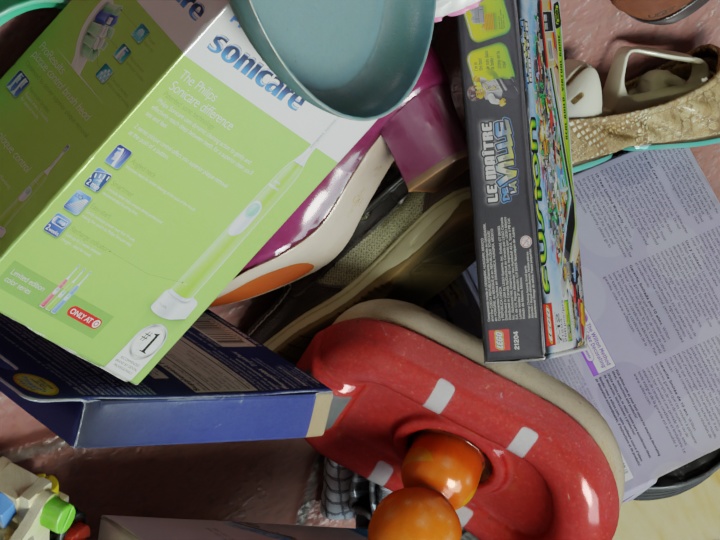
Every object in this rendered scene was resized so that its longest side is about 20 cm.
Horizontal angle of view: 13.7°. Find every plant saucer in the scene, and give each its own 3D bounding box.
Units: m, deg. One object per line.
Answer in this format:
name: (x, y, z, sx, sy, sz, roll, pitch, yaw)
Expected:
plant saucer: (-0.023, -0.169, 1.445, 0.027, 0.201, 0.200, -9, 158, 29)

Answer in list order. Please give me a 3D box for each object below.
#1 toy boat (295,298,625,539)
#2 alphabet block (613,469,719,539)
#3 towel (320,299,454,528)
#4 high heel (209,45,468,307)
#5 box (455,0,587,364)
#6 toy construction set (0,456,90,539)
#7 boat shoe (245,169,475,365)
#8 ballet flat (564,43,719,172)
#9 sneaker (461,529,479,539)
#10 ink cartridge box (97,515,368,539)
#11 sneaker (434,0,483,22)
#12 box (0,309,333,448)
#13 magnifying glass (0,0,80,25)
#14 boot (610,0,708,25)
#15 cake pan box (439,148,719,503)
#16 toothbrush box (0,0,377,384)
toy boat: (0.045, 0.116, 1.663, 0.131, 0.200, 0.131, -65, -176, -34)
alphabet block: (0.212, 0.237, 2.003, 0.195, 0.200, 0.196, -38, 169, -5)
towel: (0.078, 0.087, 1.864, 0.199, 0.086, 0.166, -21, 139, -27)
high heel: (-0.032, -0.057, 1.658, 0.200, 0.096, 0.067, -30, 166, 16)
box: (0.088, -0.052, 1.630, 0.035, 0.201, 0.110, -5, -179, 16)
toy construction set: (-0.214, 0.183, 1.681, 0.131, 0.092, 0.200, -43, 163, -45)
boat shoe: (0.000, 0.000, 1.716, 0.200, 0.065, 0.073, -37, 151, 26)
ballet flat: (0.141, -0.097, 1.763, 0.200, 0.070, 0.066, -15, 110, -37)
sneaker: (0.101, 0.161, 1.834, 0.200, 0.075, 0.087, -38, 148, -9)
ink cartridge box: (-0.043, 0.228, 1.701, 0.199, 0.146, 0.147, 6, 97, -24)
sneaker: (0.072, -0.217, 1.563, 0.200, 0.080, 0.086, -40, 122, 0)
box: (-0.128, 0.056, 1.597, 0.200, 0.121, 0.033, 2, 110, -41)
magnifying glass: (-0.128, -0.101, 1.522, 0.200, 0.022, 0.080, 6, 123, -48)
boot: (0.192, -0.214, 1.625, 0.188, 0.069, 0.200, -36, 168, 13)
cake pan box: (0.159, 0.036, 1.791, 0.184, 0.200, 0.052, -25, 171, -25)
toothbrush box: (-0.106, -0.060, 1.497, 0.200, 0.086, 0.146, -47, 143, 9)
